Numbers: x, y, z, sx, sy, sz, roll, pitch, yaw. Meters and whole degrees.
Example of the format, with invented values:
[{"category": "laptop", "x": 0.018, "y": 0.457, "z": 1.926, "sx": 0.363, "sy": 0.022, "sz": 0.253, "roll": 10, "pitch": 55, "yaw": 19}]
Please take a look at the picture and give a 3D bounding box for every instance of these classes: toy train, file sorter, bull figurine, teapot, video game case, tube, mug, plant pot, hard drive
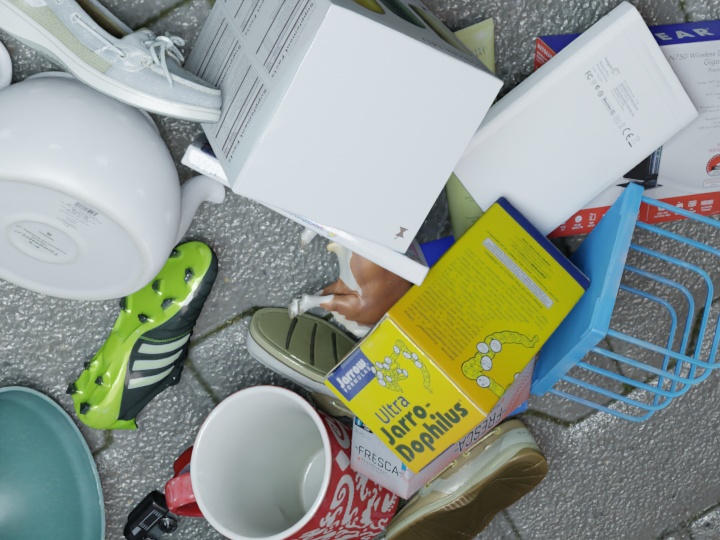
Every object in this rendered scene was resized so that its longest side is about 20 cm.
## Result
[{"category": "toy train", "x": -0.156, "y": 0.191, "z": 1.246, "sx": 0.046, "sy": 0.034, "sz": 0.200, "roll": 39, "pitch": 102, "yaw": -23}, {"category": "file sorter", "x": 0.246, "y": 0.040, "z": 1.158, "sx": 0.122, "sy": 0.139, "sz": 0.200, "roll": 20, "pitch": 159, "yaw": -1}, {"category": "bull figurine", "x": 0.000, "y": 0.000, "z": 1.161, "sx": 0.121, "sy": 0.065, "sz": 0.201, "roll": -5, "pitch": 111, "yaw": -15}, {"category": "teapot", "x": -0.223, "y": -0.082, "z": 0.991, "sx": 0.197, "sy": 0.147, "sz": 0.200, "roll": 5, "pitch": 148, "yaw": 10}, {"category": "video game case", "x": -0.042, "y": -0.053, "z": 1.030, "sx": 0.199, "sy": 0.143, "sz": 0.018, "roll": 27, "pitch": 99, "yaw": -7}, {"category": "tube", "x": 0.093, "y": -0.115, "z": 1.140, "sx": 0.052, "sy": 0.058, "sz": 0.201, "roll": 4, "pitch": 124, "yaw": 22}, {"category": "mug", "x": -0.066, "y": 0.183, "z": 1.197, "sx": 0.200, "sy": 0.177, "sz": 0.134, "roll": 33, "pitch": 72, "yaw": -62}, {"category": "plant pot", "x": -0.332, "y": 0.211, "z": 1.112, "sx": 0.134, "sy": 0.201, "sz": 0.201, "roll": -15, "pitch": 129, "yaw": 22}, {"category": "hard drive", "x": 0.180, "y": -0.118, "z": 1.122, "sx": 0.200, "sy": 0.027, "sz": 0.132, "roll": -39, "pitch": 124, "yaw": 5}]

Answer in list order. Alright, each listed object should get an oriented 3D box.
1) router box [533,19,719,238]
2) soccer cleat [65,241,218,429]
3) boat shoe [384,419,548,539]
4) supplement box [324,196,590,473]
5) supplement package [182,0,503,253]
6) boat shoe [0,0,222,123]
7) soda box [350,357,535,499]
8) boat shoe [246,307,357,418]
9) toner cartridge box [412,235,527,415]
[{"category": "router box", "x": 0.250, "y": -0.129, "z": 1.188, "sx": 0.199, "sy": 0.049, "sz": 0.180, "roll": -9, "pitch": 123, "yaw": -15}, {"category": "soccer cleat", "x": -0.178, "y": 0.058, "z": 1.144, "sx": 0.081, "sy": 0.068, "sz": 0.200, "roll": 20, "pitch": 114, "yaw": -48}, {"category": "boat shoe", "x": 0.104, "y": 0.225, "z": 1.340, "sx": 0.200, "sy": 0.067, "sz": 0.074, "roll": -36, "pitch": 127, "yaw": 20}, {"category": "supplement box", "x": 0.082, "y": 0.050, "z": 1.068, "sx": 0.110, "sy": 0.200, "sz": 0.109, "roll": 44, "pitch": 136, "yaw": 2}, {"category": "supplement package", "x": -0.023, "y": -0.142, "z": 0.987, "sx": 0.151, "sy": 0.200, "sz": 0.151, "roll": 19, "pitch": 112, "yaw": -29}, {"category": "boat shoe", "x": -0.183, "y": -0.169, "z": 0.945, "sx": 0.202, "sy": 0.074, "sz": 0.065, "roll": 32, "pitch": 103, "yaw": 12}, {"category": "soda box", "x": 0.077, "y": 0.117, "z": 1.153, "sx": 0.200, "sy": 0.063, "sz": 0.069, "roll": -32, "pitch": 136, "yaw": -44}, {"category": "boat shoe", "x": -0.022, "y": 0.101, "z": 1.211, "sx": 0.199, "sy": 0.075, "sz": 0.068, "roll": 25, "pitch": 130, "yaw": -16}, {"category": "toner cartridge box", "x": 0.106, "y": 0.059, "z": 1.253, "sx": 0.095, "sy": 0.043, "sz": 0.201, "roll": -16, "pitch": 124, "yaw": -10}]
